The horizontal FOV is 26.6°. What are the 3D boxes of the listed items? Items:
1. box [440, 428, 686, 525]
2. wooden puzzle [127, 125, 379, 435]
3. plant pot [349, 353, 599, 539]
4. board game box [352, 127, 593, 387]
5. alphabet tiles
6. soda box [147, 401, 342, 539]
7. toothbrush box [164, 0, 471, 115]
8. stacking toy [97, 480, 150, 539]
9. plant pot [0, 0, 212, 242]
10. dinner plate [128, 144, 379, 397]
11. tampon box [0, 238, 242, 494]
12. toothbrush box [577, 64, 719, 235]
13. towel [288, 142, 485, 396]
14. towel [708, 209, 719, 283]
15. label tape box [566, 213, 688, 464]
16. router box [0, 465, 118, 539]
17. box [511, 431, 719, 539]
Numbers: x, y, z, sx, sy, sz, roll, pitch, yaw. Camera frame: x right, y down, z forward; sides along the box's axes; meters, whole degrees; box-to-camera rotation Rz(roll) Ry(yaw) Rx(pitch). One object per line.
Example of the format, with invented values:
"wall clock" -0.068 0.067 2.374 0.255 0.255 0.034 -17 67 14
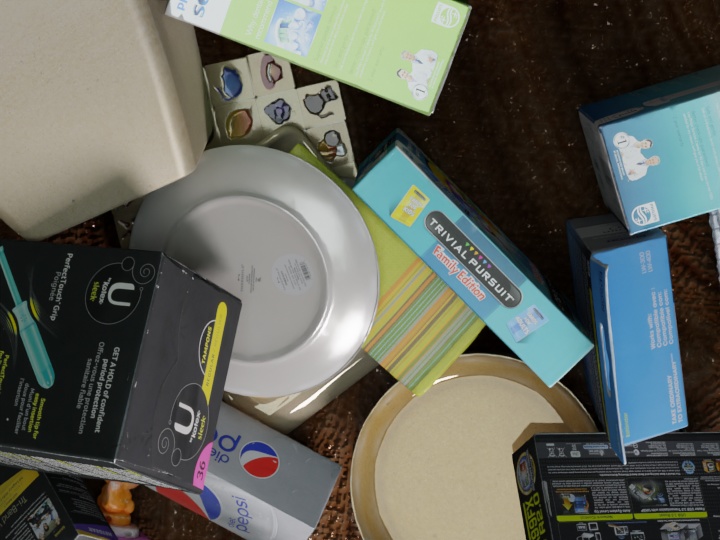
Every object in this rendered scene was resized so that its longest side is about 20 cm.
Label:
"box" 0.177 0.217 1.227 0.200 0.050 0.158 -13 100 5
"wooden puzzle" -0.065 0.017 1.196 0.185 0.046 0.200 -38 100 9
"plant pot" 0.092 0.164 1.183 0.200 0.027 0.200 0 87 6
"board game box" 0.082 -0.015 1.136 0.200 0.151 0.047 44 99 -6
"alphabet tiles" -0.104 -0.080 1.205 0.200 0.006 0.167 -13 100 5
"soda box" -0.121 0.147 1.207 0.200 0.068 0.063 28 138 -3
"toothbrush box" -0.027 -0.191 1.110 0.200 0.146 0.086 20 101 -1
"stacking toy" -0.210 0.239 1.231 0.116 0.110 0.200 11 89 17
"plant pot" -0.211 -0.138 1.111 0.200 0.200 0.177 -23 108 8
"dinner plate" -0.084 0.005 1.151 0.200 0.024 0.200 4 108 12
"tampon box" -0.210 0.067 1.100 0.200 0.126 0.150 5 75 25
"toothbrush box" 0.272 -0.104 1.115 0.200 0.146 0.085 -18 100 4
"towel" 0.000 0.000 1.161 0.200 0.018 0.086 42 95 -2
"towel" 0.364 0.015 1.143 0.166 0.086 0.200 -14 99 -15
"label tape box" 0.198 0.042 1.117 0.066 0.200 0.143 -8 100 2
"router box" -0.301 0.223 1.203 0.200 0.052 0.157 -46 54 10
"box" 0.220 0.200 1.116 0.200 0.044 0.160 1 64 -19
